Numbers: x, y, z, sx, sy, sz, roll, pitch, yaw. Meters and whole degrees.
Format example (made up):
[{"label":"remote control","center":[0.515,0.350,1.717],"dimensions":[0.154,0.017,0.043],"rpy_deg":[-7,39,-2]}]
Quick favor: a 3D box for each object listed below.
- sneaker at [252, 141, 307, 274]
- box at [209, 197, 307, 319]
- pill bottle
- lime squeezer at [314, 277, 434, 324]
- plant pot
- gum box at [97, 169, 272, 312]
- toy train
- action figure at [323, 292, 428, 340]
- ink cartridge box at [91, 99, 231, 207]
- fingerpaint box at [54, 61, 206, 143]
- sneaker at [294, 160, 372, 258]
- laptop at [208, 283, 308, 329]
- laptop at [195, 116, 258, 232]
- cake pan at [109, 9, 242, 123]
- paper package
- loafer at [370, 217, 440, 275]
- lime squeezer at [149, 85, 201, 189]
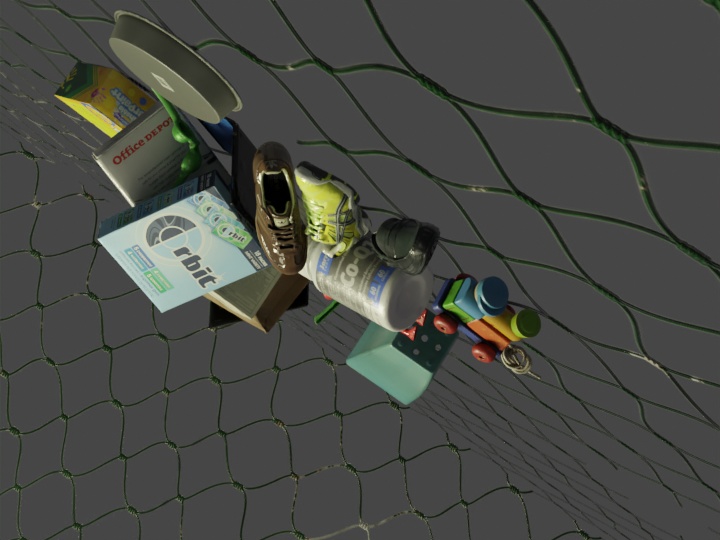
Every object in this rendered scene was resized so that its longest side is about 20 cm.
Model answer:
[{"label":"sneaker","center":[-0.114,-0.072,1.530],"dimensions":[0.076,0.070,0.201],"rpy_deg":[-96,-3,-61]},{"label":"box","center":[-0.164,-0.035,1.770],"dimensions":[0.095,0.201,0.078],"rpy_deg":[40,169,-30]},{"label":"pill bottle","center":[0.000,0.000,1.653],"dimensions":[0.199,0.114,0.114],"rpy_deg":[27,168,34]},{"label":"lime squeezer","center":[0.017,0.020,1.718],"dimensions":[0.071,0.199,0.038],"rpy_deg":[-82,-31,-59]},{"label":"plant pot","center":[0.087,0.132,1.955],"dimensions":[0.141,0.142,0.200],"rpy_deg":[35,164,-5]},{"label":"gum box","center":[-0.253,-0.039,1.642],"dimensions":[0.170,0.199,0.045],"rpy_deg":[56,-161,-38]},{"label":"toy train","center":[0.203,0.080,1.499],"dimensions":[0.200,0.085,0.116],"rpy_deg":[37,157,-16]},{"label":"action figure","center":[0.013,0.026,1.795],"dimensions":[0.199,0.065,0.099],"rpy_deg":[24,134,13]},{"label":"ink cartridge box","center":[-0.289,-0.140,1.702],"dimensions":[0.201,0.146,0.084],"rpy_deg":[54,172,-21]},{"label":"fingerpaint box","center":[-0.372,-0.247,1.811],"dimensions":[0.200,0.074,0.166],"rpy_deg":[38,171,-34]},{"label":"sneaker","center":[-0.043,-0.078,1.528],"dimensions":[0.075,0.077,0.200],"rpy_deg":[30,169,31]},{"label":"laptop","center":[-0.162,0.042,2.035],"dimensions":[0.186,0.201,0.116],"rpy_deg":[-14,135,13]},{"label":"laptop","center":[-0.191,-0.141,1.636],"dimensions":[0.102,0.202,0.177],"rpy_deg":[-9,155,16]},{"label":"cake pan","center":[-0.243,-0.257,1.444],"dimensions":[0.200,0.037,0.200],"rpy_deg":[34,171,6]},{"label":"paper package","center":[-0.186,-0.020,1.938],"dimensions":[0.199,0.191,0.104],"rpy_deg":[25,158,39]},{"label":"loafer","center":[0.053,-0.034,1.442],"dimensions":[0.070,0.068,0.201],"rpy_deg":[26,175,-7]},{"label":"lime squeezer","center":[-0.266,-0.183,1.623],"dimensions":[0.070,0.202,0.038],"rpy_deg":[3,-163,30]}]
